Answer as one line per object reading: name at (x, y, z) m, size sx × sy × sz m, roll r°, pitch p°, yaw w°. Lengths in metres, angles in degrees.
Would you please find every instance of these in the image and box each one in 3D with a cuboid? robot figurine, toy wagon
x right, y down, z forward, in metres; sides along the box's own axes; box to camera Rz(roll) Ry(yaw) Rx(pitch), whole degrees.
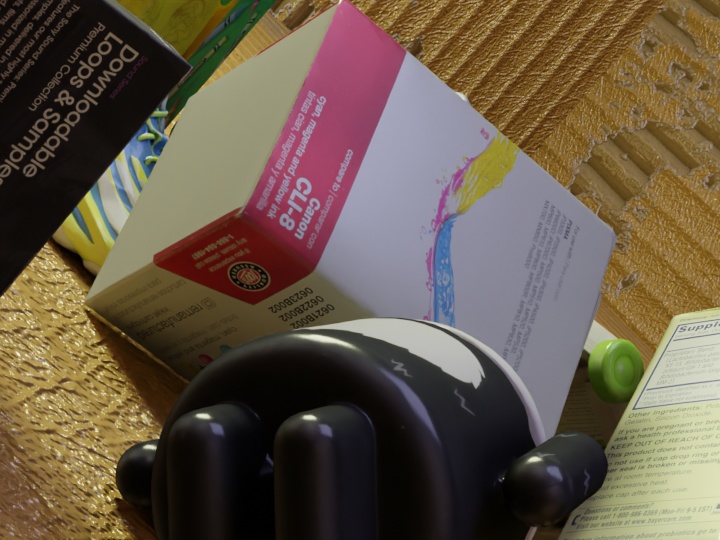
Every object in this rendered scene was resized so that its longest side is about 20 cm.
robot figurine at (-0.002, 0.078, 0.720) m, size 0.150 × 0.125 × 0.200 m, roll 40°, pitch 16°, yaw 17°
toy wagon at (0.111, 0.110, 1.069) m, size 0.155 × 0.040 × 0.201 m, roll -7°, pitch -71°, yaw 49°

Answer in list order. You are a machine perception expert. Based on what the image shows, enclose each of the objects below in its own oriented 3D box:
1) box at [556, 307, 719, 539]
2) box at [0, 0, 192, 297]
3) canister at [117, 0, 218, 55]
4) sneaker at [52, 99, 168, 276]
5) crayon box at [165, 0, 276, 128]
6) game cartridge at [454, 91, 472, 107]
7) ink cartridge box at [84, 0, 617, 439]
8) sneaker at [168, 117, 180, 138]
box at (0.202, 0.143, 0.959) m, size 0.176 × 0.096 × 0.200 m, roll 60°, pitch 42°, yaw -23°
box at (-0.179, -0.078, 0.695) m, size 0.200 × 0.143 × 0.036 m, roll 37°, pitch 8°, yaw -36°
canister at (-0.202, -0.182, 1.128) m, size 0.200 × 0.149 × 0.087 m, roll 42°, pitch 8°, yaw 14°
sneaker at (-0.131, -0.069, 1.005) m, size 0.200 × 0.105 × 0.076 m, roll 45°, pitch 9°, yaw 23°
crayon box at (-0.136, -0.171, 1.187) m, size 0.119 × 0.200 × 0.058 m, roll 43°, pitch 6°, yaw 11°
game cartridge at (0.069, -0.009, 1.220) m, size 0.133 × 0.041 × 0.201 m, roll 60°, pitch 27°, yaw -52°
ink cartridge box at (0.000, 0.000, 0.940) m, size 0.200 × 0.145 × 0.145 m, roll 38°, pitch 53°, yaw -22°
sneaker at (-0.095, -0.052, 1.128) m, size 0.080 × 0.071 × 0.200 m, roll 35°, pitch 27°, yaw 12°
